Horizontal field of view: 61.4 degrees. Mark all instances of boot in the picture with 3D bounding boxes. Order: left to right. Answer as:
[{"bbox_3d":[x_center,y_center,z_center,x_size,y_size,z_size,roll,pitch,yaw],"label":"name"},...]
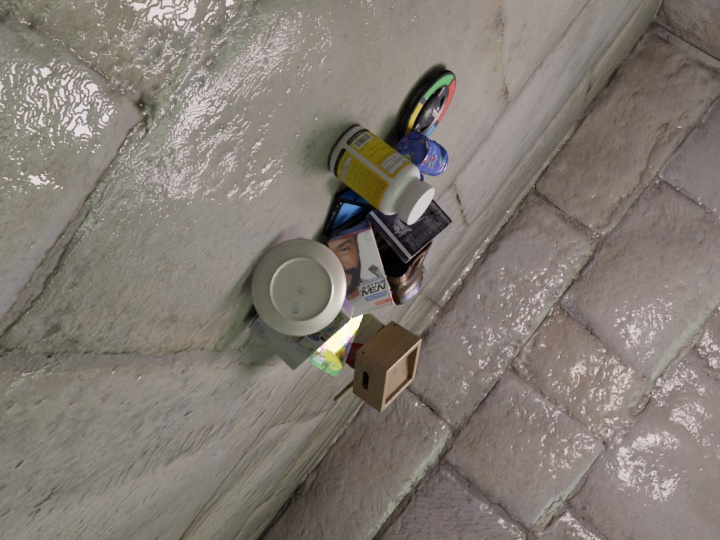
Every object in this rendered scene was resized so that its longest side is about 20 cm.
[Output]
[{"bbox_3d":[0.123,-0.005,1.509,0.200,0.074,0.098,-47,141,-40],"label":"boot"}]

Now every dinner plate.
[{"bbox_3d":[-0.123,0.037,1.238,0.201,0.199,0.024,-51,-164,-1],"label":"dinner plate"}]

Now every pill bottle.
[{"bbox_3d":[0.044,-0.183,1.189,0.112,0.199,0.113,-45,163,-18],"label":"pill bottle"}]

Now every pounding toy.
[{"bbox_3d":[0.042,0.264,1.602,0.183,0.141,0.202,-35,144,-39],"label":"pounding toy"}]

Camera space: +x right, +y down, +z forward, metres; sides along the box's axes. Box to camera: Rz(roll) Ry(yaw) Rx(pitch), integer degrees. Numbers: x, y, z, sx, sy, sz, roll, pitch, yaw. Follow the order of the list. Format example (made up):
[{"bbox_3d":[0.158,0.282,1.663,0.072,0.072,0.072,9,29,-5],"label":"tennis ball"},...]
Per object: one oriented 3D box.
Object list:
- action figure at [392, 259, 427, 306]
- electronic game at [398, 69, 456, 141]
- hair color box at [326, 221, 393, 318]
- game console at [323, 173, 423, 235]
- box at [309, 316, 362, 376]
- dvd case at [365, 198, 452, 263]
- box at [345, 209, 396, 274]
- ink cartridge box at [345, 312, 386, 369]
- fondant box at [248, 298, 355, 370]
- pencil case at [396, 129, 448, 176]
[{"bbox_3d":[0.121,0.022,1.697,0.128,0.070,0.201,-5,148,-31],"label":"action figure"},{"bbox_3d":[0.155,-0.366,1.394,0.200,0.041,0.201,-47,163,-19],"label":"electronic game"},{"bbox_3d":[0.000,0.000,1.435,0.109,0.203,0.064,-18,-159,1],"label":"hair color box"},{"bbox_3d":[0.031,-0.150,1.394,0.199,0.169,0.120,-37,132,-43],"label":"game console"},{"bbox_3d":[-0.064,0.149,1.498,0.117,0.048,0.203,38,65,-42],"label":"box"},{"bbox_3d":[0.123,-0.126,1.501,0.199,0.149,0.016,-39,176,-35],"label":"dvd case"},{"bbox_3d":[0.069,-0.094,1.544,0.199,0.143,0.078,-39,-161,-35],"label":"box"},{"bbox_3d":[-0.046,0.148,1.660,0.147,0.199,0.083,-50,161,-3],"label":"ink cartridge box"},{"bbox_3d":[-0.130,0.104,1.334,0.200,0.144,0.058,-42,-172,25],"label":"fondant box"},{"bbox_3d":[0.146,-0.269,1.403,0.199,0.077,0.088,-7,114,-68],"label":"pencil case"}]
